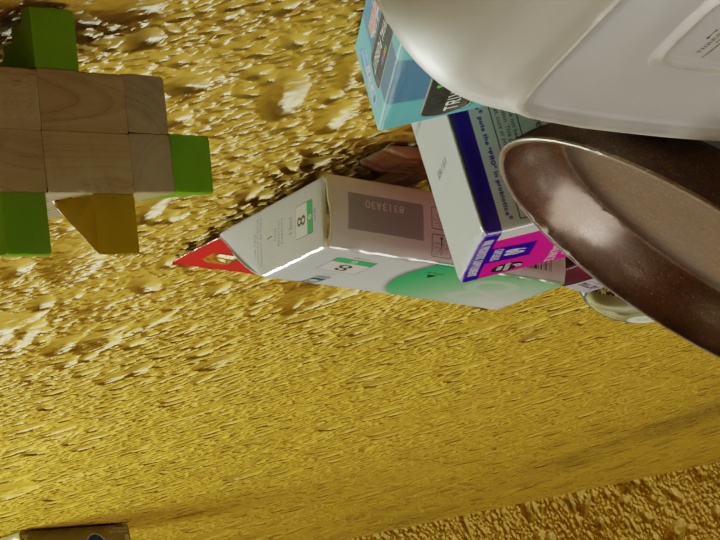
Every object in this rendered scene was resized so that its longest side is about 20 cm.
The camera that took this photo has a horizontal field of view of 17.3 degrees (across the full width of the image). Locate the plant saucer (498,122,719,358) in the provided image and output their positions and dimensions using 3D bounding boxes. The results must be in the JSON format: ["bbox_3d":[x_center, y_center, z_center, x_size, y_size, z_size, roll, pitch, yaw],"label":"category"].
[{"bbox_3d":[0.153,-0.011,1.047,0.035,0.199,0.200,-56,174,-11],"label":"plant saucer"}]

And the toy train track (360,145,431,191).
[{"bbox_3d":[0.078,-0.065,1.334,0.199,0.033,0.114,-25,165,37],"label":"toy train track"}]

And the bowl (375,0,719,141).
[{"bbox_3d":[0.129,-0.119,0.905,0.199,0.075,0.200,5,145,-37],"label":"bowl"}]

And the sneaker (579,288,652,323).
[{"bbox_3d":[0.246,-0.027,1.682,0.199,0.077,0.089,-18,156,-13],"label":"sneaker"}]

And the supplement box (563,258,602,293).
[{"bbox_3d":[0.214,-0.046,1.531,0.199,0.061,0.109,-18,168,20],"label":"supplement box"}]

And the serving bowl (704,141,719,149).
[{"bbox_3d":[0.226,-0.013,1.082,0.066,0.199,0.200,-55,176,-13],"label":"serving bowl"}]

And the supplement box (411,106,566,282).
[{"bbox_3d":[0.136,-0.074,1.197,0.198,0.104,0.101,-15,168,-8],"label":"supplement box"}]

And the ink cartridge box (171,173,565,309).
[{"bbox_3d":[0.000,0.000,1.395,0.160,0.051,0.200,8,161,-30],"label":"ink cartridge box"}]

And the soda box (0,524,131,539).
[{"bbox_3d":[-0.324,0.314,2.537,0.067,0.065,0.200,-21,168,27],"label":"soda box"}]

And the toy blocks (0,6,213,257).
[{"bbox_3d":[-0.179,-0.047,0.984,0.136,0.101,0.199,-10,175,38],"label":"toy blocks"}]

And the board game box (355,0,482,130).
[{"bbox_3d":[0.103,-0.125,1.049,0.198,0.047,0.151,-14,168,-7],"label":"board game box"}]
